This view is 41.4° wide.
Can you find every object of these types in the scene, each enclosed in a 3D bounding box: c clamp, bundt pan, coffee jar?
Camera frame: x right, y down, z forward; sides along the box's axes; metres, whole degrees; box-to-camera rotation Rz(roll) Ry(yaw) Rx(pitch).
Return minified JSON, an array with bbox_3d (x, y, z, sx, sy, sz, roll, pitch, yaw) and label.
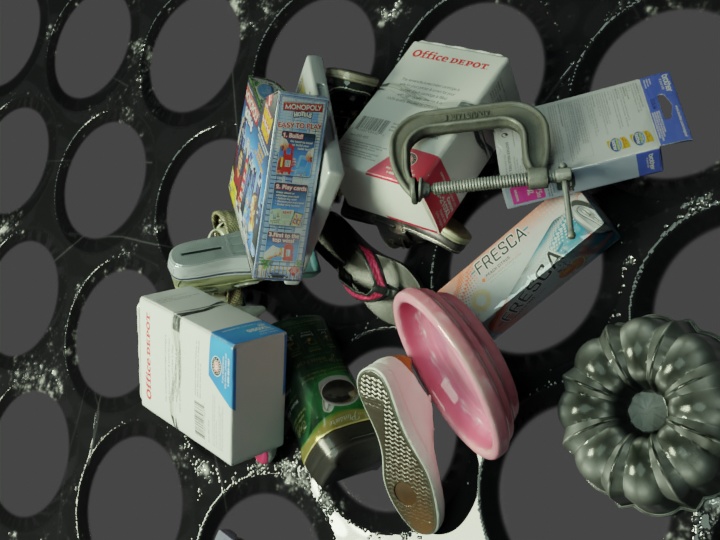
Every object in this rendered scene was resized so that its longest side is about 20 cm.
[{"bbox_3d":[0.122,-0.109,0.981,0.195,0.027,0.174,0,59,13],"label":"c clamp"},{"bbox_3d":[0.282,0.137,0.941,0.198,0.075,0.207,-10,72,32],"label":"bundt pan"},{"bbox_3d":[-0.047,0.155,1.137,0.202,0.103,0.086,58,138,30],"label":"coffee jar"}]

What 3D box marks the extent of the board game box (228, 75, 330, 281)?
[{"bbox_3d":[-0.093,-0.129,1.079,0.201,0.060,0.203,-113,33,-51],"label":"board game box"}]

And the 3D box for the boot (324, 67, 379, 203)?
[{"bbox_3d":[-0.035,-0.165,1.190,0.200,0.072,0.154,-177,98,-73],"label":"boot"}]

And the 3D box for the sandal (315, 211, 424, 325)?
[{"bbox_3d":[0.000,0.000,1.167,0.199,0.045,0.076,40,114,27],"label":"sandal"}]

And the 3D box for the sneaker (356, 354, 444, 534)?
[{"bbox_3d":[0.065,0.191,1.075,0.072,0.084,0.204,-11,98,40],"label":"sneaker"}]

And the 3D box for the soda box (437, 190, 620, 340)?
[{"bbox_3d":[0.184,-0.005,1.050,0.199,0.063,0.069,-42,59,19],"label":"soda box"}]

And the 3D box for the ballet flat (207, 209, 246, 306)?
[{"bbox_3d":[-0.188,0.015,1.285,0.067,0.074,0.205,-17,68,53],"label":"ballet flat"}]

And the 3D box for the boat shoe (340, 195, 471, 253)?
[{"bbox_3d":[0.050,-0.057,1.152,0.198,0.071,0.066,31,101,38],"label":"boat shoe"}]

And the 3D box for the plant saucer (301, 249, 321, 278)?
[{"bbox_3d":[-0.105,-0.061,1.236,0.019,0.068,0.202,99,159,-44],"label":"plant saucer"}]

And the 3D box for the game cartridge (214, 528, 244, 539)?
[{"bbox_3d":[-0.129,0.426,1.169,0.198,0.038,0.132,24,88,35],"label":"game cartridge"}]

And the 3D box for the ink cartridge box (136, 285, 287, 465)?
[{"bbox_3d":[-0.180,0.118,1.139,0.198,0.083,0.148,21,114,43],"label":"ink cartridge box"}]

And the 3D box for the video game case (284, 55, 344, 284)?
[{"bbox_3d":[-0.068,-0.116,1.128,0.201,0.022,0.185,116,150,-49],"label":"video game case"}]

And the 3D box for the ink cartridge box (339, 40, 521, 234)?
[{"bbox_3d":[0.076,-0.159,1.104,0.143,0.085,0.201,20,65,37],"label":"ink cartridge box"}]

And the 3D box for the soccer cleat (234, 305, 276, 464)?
[{"bbox_3d":[-0.127,0.141,1.219,0.070,0.085,0.204,-20,86,63],"label":"soccer cleat"}]

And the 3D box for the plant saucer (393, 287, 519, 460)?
[{"bbox_3d":[0.106,0.102,1.015,0.050,0.202,0.201,-30,57,-13],"label":"plant saucer"}]

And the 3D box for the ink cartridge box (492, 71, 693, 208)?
[{"bbox_3d":[0.243,-0.139,1.013,0.196,0.042,0.121,-15,43,16],"label":"ink cartridge box"}]

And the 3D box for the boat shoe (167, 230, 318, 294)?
[{"bbox_3d":[-0.151,-0.012,1.241,0.195,0.063,0.073,-7,46,-10],"label":"boat shoe"}]
